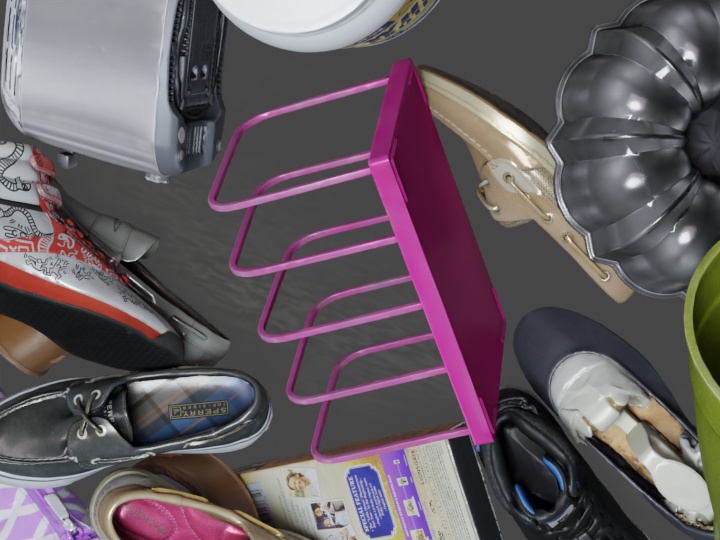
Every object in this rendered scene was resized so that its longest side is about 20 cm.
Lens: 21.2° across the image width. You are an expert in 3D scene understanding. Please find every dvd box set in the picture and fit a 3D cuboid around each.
[{"bbox_3d":[0.004,0.187,1.268,0.199,0.029,0.147,-16,95,36],"label":"dvd box set"}]

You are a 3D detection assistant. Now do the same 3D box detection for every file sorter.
[{"bbox_3d":[0.000,0.000,1.197,0.124,0.139,0.201,-14,117,16],"label":"file sorter"}]

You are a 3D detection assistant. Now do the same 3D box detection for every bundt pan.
[{"bbox_3d":[0.217,-0.078,1.171,0.200,0.076,0.204,0,90,-7],"label":"bundt pan"}]

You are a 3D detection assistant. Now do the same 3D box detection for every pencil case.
[{"bbox_3d":[-0.248,0.135,1.300,0.200,0.084,0.086,48,147,18],"label":"pencil case"}]

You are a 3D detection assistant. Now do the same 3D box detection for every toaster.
[{"bbox_3d":[-0.155,-0.161,1.250,0.128,0.114,0.202,9,101,12],"label":"toaster"}]

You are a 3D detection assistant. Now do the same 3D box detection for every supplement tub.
[{"bbox_3d":[-0.021,-0.207,1.171,0.143,0.200,0.146,2,98,11],"label":"supplement tub"}]

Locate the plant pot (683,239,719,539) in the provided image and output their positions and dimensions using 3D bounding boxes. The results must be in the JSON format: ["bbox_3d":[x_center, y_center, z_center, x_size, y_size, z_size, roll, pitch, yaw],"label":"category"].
[{"bbox_3d":[0.280,0.099,1.120,0.199,0.201,0.194,8,136,10],"label":"plant pot"}]

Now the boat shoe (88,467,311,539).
[{"bbox_3d":[-0.080,0.190,1.215,0.199,0.069,0.074,25,89,-9],"label":"boat shoe"}]

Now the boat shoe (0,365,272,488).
[{"bbox_3d":[-0.156,0.094,1.243,0.198,0.057,0.069,-9,73,-6],"label":"boat shoe"}]

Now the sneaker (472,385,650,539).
[{"bbox_3d":[0.134,0.168,1.232,0.073,0.112,0.201,-37,89,5],"label":"sneaker"}]

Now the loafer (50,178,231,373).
[{"bbox_3d":[-0.166,-0.006,1.300,0.070,0.070,0.200,-38,95,7],"label":"loafer"}]

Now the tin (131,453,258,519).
[{"bbox_3d":[-0.107,0.219,1.304,0.111,0.042,0.202,-13,95,34],"label":"tin"}]

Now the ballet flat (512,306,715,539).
[{"bbox_3d":[0.177,0.101,1.241,0.200,0.073,0.073,45,103,3],"label":"ballet flat"}]

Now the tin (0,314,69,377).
[{"bbox_3d":[-0.255,-0.022,1.291,0.042,0.112,0.201,-33,91,4],"label":"tin"}]

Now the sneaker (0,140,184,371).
[{"bbox_3d":[-0.192,-0.015,1.229,0.200,0.109,0.067,24,147,-27],"label":"sneaker"}]

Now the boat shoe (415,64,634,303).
[{"bbox_3d":[0.105,-0.056,1.232,0.199,0.071,0.065,37,102,3],"label":"boat shoe"}]
